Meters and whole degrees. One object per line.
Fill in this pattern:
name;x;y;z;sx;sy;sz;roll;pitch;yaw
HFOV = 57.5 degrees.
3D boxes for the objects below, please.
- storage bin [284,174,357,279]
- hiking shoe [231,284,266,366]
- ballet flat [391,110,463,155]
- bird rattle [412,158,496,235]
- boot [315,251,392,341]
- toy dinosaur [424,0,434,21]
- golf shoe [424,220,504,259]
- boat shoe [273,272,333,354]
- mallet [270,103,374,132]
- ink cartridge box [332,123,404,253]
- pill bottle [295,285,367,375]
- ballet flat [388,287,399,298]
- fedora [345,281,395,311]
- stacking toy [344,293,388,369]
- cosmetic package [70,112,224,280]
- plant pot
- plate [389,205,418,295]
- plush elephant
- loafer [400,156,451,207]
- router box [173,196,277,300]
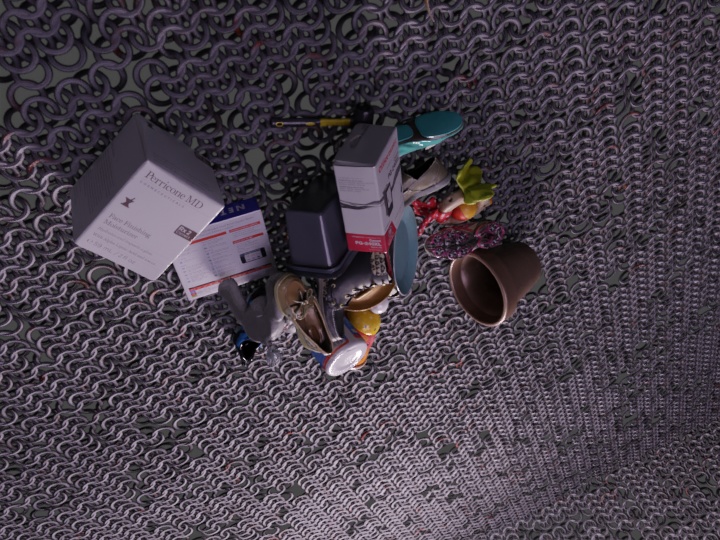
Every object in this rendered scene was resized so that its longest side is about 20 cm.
storage bin;-0.081;-0.098;1.310;0.145;0.200;0.134;7;126;22
hiking shoe;-0.232;0.121;1.498;0.074;0.087;0.200;6;127;-29
ballet flat;0.109;-0.270;1.328;0.200;0.067;0.070;-17;159;-9
bird rattle;0.217;-0.140;1.466;0.200;0.113;0.163;-41;151;19
boot;-0.010;0.043;1.362;0.154;0.073;0.204;-6;94;15
toy dinosaur;0.115;-0.522;1.065;0.058;0.101;0.200;1;129;-26
golf shoe;0.232;-0.071;1.531;0.200;0.092;0.073;-11;102;-21
boat shoe;-0.105;0.086;1.293;0.073;0.063;0.200;-45;132;-21
mallet;-0.071;-0.274;1.254;0.200;0.041;0.066;-10;130;-11
ink cartridge box;0.021;-0.156;1.248;0.083;0.145;0.200;7;133;18
pill bottle;-0.085;0.131;1.485;0.112;0.200;0.112;-30;149;-20
ballet flat;0.027;0.016;1.536;0.200;0.072;0.072;26;116;-39
fedora;0.000;0.000;1.446;0.200;0.082;0.201;-1;102;-6
stacking toy;-0.003;0.125;1.558;0.146;0.146;0.200;15;126;-34
cosmetic package;-0.376;-0.127;1.151;0.200;0.165;0.165;-43;134;16
plant pot;0.345;0.014;1.616;0.174;0.200;0.200;-26;139;-27
plate;0.091;-0.045;1.448;0.026;0.200;0.200;3;139;20
plush elephant;-0.173;0.085;1.390;0.165;0.155;0.200;-15;98;27
loafer;0.092;-0.181;1.394;0.200;0.075;0.070;-29;122;-1
router box;-0.285;-0.043;1.352;0.200;0.049;0.180;-17;135;-10
